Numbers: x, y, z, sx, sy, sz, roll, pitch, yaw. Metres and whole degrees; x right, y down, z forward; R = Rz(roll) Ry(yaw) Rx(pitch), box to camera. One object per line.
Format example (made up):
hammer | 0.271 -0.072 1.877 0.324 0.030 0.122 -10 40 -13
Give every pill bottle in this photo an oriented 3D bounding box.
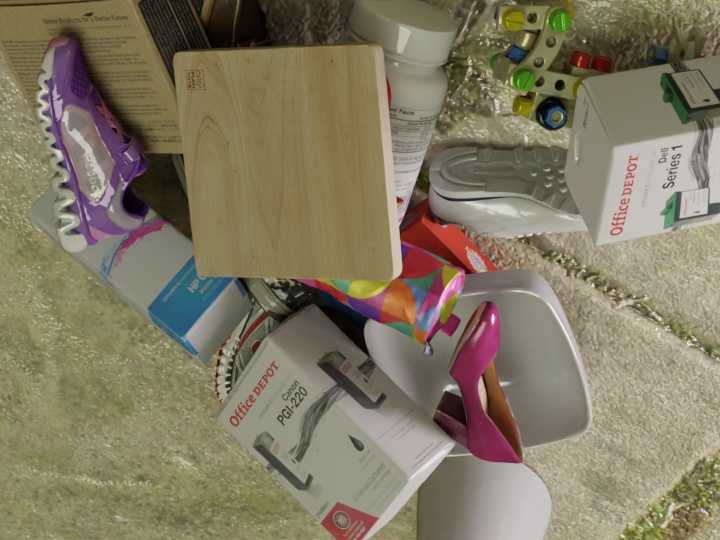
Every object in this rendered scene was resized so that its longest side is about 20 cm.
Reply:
pill bottle | 0.012 -0.143 1.667 0.113 0.113 0.200 19 113 -1

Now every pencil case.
pencil case | 0.000 0.000 1.709 0.200 0.088 0.088 27 130 11

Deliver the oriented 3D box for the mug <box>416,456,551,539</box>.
mug | 0.123 0.313 1.993 0.149 0.153 0.187 8 129 6

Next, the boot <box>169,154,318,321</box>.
boot | -0.076 -0.071 1.797 0.154 0.073 0.204 -33 92 11

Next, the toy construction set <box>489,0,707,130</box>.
toy construction set | 0.201 -0.185 1.632 0.200 0.092 0.131 12 105 -6

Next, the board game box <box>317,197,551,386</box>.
board game box | 0.075 0.039 1.861 0.153 0.040 0.200 -33 114 32

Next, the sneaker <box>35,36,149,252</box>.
sneaker | -0.236 -0.114 1.655 0.088 0.081 0.201 -3 114 8

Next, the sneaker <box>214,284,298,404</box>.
sneaker | -0.102 0.073 1.907 0.082 0.078 0.200 15 130 0

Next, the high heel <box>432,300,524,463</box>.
high heel | 0.130 0.106 1.736 0.096 0.067 0.200 22 144 8

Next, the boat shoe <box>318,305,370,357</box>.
boat shoe | -0.030 0.123 1.905 0.076 0.074 0.200 24 143 22

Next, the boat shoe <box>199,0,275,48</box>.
boat shoe | -0.112 -0.206 1.695 0.070 0.070 0.200 25 140 9

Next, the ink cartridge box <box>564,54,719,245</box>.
ink cartridge box | 0.289 -0.109 1.602 0.200 0.084 0.146 -12 145 -8

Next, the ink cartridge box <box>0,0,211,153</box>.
ink cartridge box | -0.229 -0.193 1.688 0.200 0.075 0.165 5 129 38

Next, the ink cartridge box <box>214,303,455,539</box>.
ink cartridge box | -0.029 0.154 1.810 0.200 0.085 0.146 45 134 11

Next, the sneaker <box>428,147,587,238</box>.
sneaker | 0.163 -0.066 1.748 0.200 0.076 0.081 9 141 12

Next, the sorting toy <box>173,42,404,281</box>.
sorting toy | -0.052 -0.098 1.607 0.198 0.070 0.200 2 104 28

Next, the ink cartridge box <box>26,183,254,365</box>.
ink cartridge box | -0.210 -0.010 1.781 0.200 0.085 0.145 37 172 10

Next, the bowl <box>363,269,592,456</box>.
bowl | 0.121 0.082 1.809 0.200 0.075 0.200 -9 125 21
